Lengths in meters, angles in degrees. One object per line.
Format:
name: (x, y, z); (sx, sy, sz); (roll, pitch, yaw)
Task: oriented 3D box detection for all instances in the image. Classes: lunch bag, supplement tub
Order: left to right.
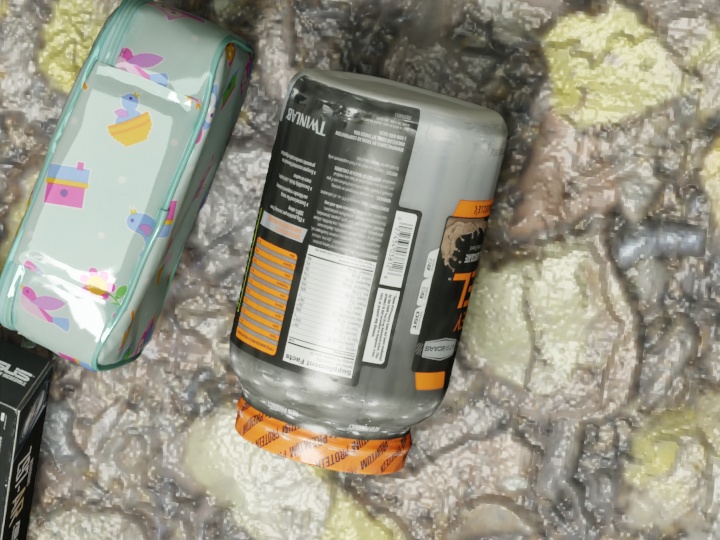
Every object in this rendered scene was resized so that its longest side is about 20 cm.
lunch bag: (-0.126, -0.044, 1.310); (0.077, 0.160, 0.200); (23, 94, 1)
supplement tub: (0.000, 0.000, 1.308); (0.122, 0.123, 0.200); (15, 100, 8)

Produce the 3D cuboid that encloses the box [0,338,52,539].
box: (-0.261, 0.101, 1.356); (0.160, 0.044, 0.200); (22, 133, 8)
